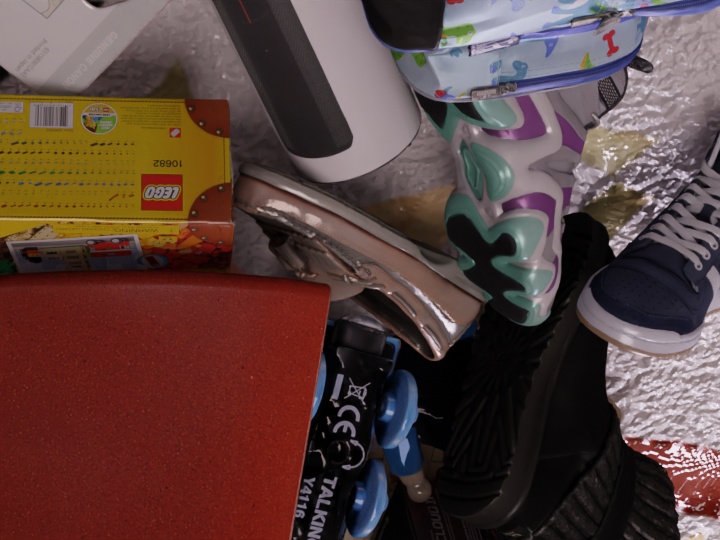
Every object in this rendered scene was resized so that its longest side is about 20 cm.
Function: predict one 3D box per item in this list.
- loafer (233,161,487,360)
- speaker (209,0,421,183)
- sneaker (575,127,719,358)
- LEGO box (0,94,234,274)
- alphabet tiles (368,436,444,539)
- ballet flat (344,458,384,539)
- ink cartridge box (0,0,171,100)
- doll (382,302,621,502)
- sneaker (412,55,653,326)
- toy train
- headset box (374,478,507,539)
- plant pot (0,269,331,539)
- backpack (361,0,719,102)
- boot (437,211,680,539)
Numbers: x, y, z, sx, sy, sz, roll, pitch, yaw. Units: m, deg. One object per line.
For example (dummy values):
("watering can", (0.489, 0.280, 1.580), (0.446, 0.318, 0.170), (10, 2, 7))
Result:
("loafer", (0.000, 0.000, 0.923), (0.200, 0.072, 0.063), (25, 90, -42))
("speaker", (-0.038, -0.147, 0.841), (0.081, 0.081, 0.200), (-21, 125, 7))
("sneaker", (0.197, -0.025, 0.916), (0.200, 0.070, 0.109), (-22, 139, -51))
("LEGO box", (-0.172, -0.026, 0.874), (0.200, 0.077, 0.149), (0, 154, -8))
("alphabet tiles", (-0.007, 0.152, 1.099), (0.166, 0.006, 0.200), (4, 124, -11))
("ballet flat", (-0.043, 0.208, 1.021), (0.200, 0.069, 0.069), (-43, 122, -4))
("ink cartridge box", (-0.157, -0.192, 0.774), (0.173, 0.044, 0.200), (36, 129, -21))
("doll", (0.064, 0.086, 1.030), (0.200, 0.048, 0.137), (23, 96, -20))
("sneaker", (0.112, -0.074, 0.899), (0.140, 0.078, 0.200), (-33, 129, -24))
("toy train", (-0.034, 0.119, 0.934), (0.087, 0.114, 0.200), (16, 89, -23))
("headset box", (0.084, 0.228, 1.116), (0.200, 0.075, 0.149), (8, 123, -18))
("plant pot", (-0.141, 0.103, 0.845), (0.176, 0.200, 0.200), (16, 157, -15))
("backpack", (0.089, -0.182, 0.774), (0.200, 0.183, 0.147), (-9, 140, -9))
("boot", (0.141, 0.087, 0.985), (0.158, 0.079, 0.211), (30, 75, -31))
